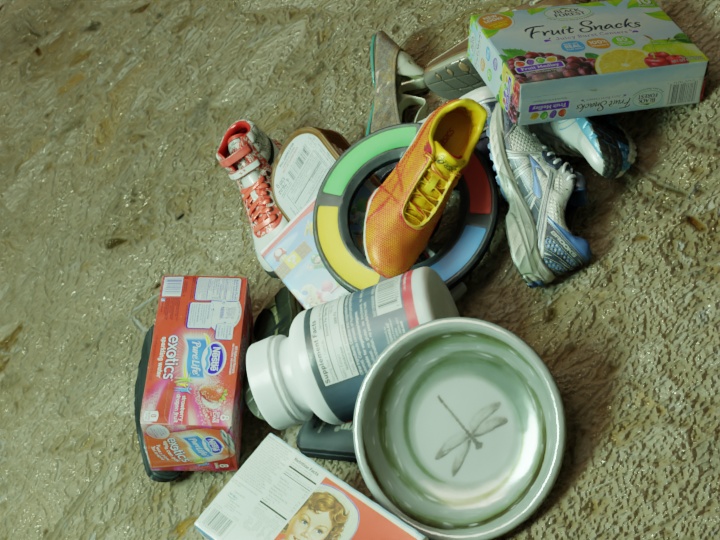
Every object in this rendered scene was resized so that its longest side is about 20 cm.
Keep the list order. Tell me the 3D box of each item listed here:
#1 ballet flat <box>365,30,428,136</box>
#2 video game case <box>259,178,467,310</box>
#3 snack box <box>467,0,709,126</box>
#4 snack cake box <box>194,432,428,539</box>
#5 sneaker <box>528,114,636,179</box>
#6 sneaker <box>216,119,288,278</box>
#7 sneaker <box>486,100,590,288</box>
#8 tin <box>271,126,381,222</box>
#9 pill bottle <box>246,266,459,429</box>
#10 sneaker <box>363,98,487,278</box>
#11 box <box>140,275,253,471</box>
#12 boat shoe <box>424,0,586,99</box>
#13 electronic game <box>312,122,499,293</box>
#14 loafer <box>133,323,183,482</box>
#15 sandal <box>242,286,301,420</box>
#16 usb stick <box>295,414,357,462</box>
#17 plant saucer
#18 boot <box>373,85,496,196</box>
[{"bbox_3d":[0.046,-0.201,1.717,0.067,0.068,0.201,-8,56,16],"label":"ballet flat"},{"bbox_3d":[0.000,0.000,1.551,0.143,0.017,0.200,-44,62,6],"label":"video game case"},{"bbox_3d":[0.222,-0.210,1.460,0.198,0.053,0.143,-8,37,-14],"label":"snack box"},{"bbox_3d":[-0.040,0.250,1.344,0.199,0.067,0.115,30,68,34],"label":"snack cake box"},{"bbox_3d":[0.212,-0.139,1.499,0.087,0.075,0.201,-49,33,20],"label":"sneaker"},{"bbox_3d":[-0.123,-0.090,1.739,0.067,0.108,0.202,-29,42,24],"label":"sneaker"},{"bbox_3d":[0.181,-0.084,1.453,0.085,0.077,0.202,-16,70,15],"label":"sneaker"},{"bbox_3d":[-0.036,-0.079,1.653,0.200,0.042,0.112,52,124,38],"label":"tin"},{"bbox_3d":[-0.004,0.083,1.439,0.199,0.120,0.120,-20,45,16],"label":"pill bottle"},{"bbox_3d":[0.060,-0.086,1.453,0.201,0.073,0.077,-66,12,-13],"label":"sneaker"},{"bbox_3d":[-0.174,0.111,1.602,0.099,0.096,0.201,1,51,2],"label":"box"},{"bbox_3d":[0.163,-0.247,1.612,0.199,0.076,0.072,-18,49,21],"label":"boat shoe"},{"bbox_3d":[0.045,-0.060,1.517,0.198,0.042,0.202,-7,67,16],"label":"electronic game"},{"bbox_3d":[-0.223,0.155,1.674,0.071,0.067,0.202,120,152,-47],"label":"loafer"},{"bbox_3d":[-0.078,0.089,1.593,0.080,0.057,0.202,-37,24,23],"label":"sandal"},{"bbox_3d":[0.016,0.164,1.449,0.199,0.033,0.056,-2,58,44],"label":"usb stick"},{"bbox_3d":[0.093,0.144,1.336,0.198,0.050,0.202,-2,84,19],"label":"plant saucer"},{"bbox_3d":[0.089,-0.114,1.589,0.199,0.072,0.091,-32,59,39],"label":"boot"}]
